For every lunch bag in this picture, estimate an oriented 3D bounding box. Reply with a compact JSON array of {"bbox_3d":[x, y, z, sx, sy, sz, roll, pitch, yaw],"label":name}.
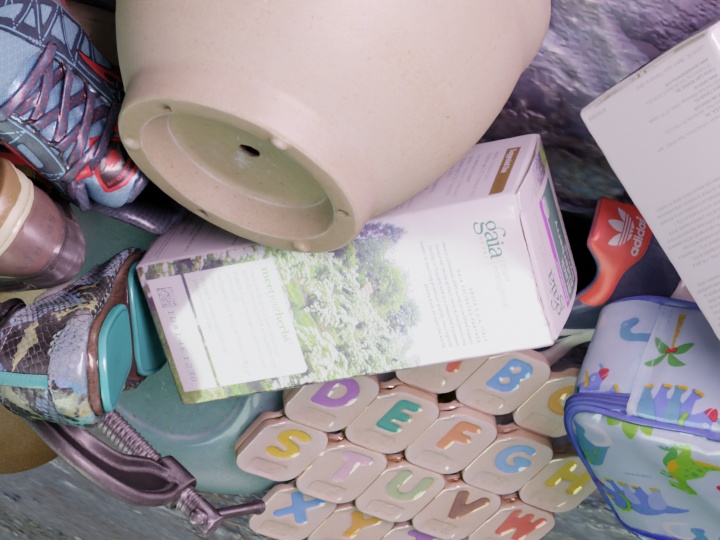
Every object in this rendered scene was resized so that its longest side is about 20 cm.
[{"bbox_3d":[0.210,0.093,1.038,0.198,0.083,0.161,10,152,27],"label":"lunch bag"}]

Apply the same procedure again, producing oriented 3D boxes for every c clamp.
[{"bbox_3d":[-0.148,0.069,1.076,0.200,0.027,0.171,42,-172,10],"label":"c clamp"}]

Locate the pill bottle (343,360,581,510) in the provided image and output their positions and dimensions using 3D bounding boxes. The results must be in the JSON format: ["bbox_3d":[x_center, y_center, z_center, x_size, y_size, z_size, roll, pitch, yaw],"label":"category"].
[{"bbox_3d":[0.043,0.082,1.270,0.198,0.113,0.113,11,153,29],"label":"pill bottle"}]

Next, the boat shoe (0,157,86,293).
[{"bbox_3d":[-0.187,-0.019,1.047,0.065,0.073,0.200,37,175,-21],"label":"boat shoe"}]

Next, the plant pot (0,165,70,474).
[{"bbox_3d":[-0.199,0.002,1.290,0.186,0.187,0.200,32,140,-16],"label":"plant pot"}]

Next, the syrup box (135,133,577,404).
[{"bbox_3d":[0.000,0.000,1.031,0.198,0.082,0.079,-11,112,17],"label":"syrup box"}]

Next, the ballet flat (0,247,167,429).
[{"bbox_3d":[-0.136,0.029,1.024,0.074,0.075,0.200,24,-172,3],"label":"ballet flat"}]

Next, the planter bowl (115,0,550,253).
[{"bbox_3d":[-0.029,-0.094,0.951,0.199,0.136,0.201,20,156,9],"label":"planter bowl"}]

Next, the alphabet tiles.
[{"bbox_3d":[0.035,0.105,1.150,0.199,0.015,0.196,22,129,-29],"label":"alphabet tiles"}]

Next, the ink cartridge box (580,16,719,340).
[{"bbox_3d":[0.187,-0.011,0.906,0.201,0.050,0.109,58,152,-1],"label":"ink cartridge box"}]

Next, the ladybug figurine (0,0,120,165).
[{"bbox_3d":[-0.183,-0.099,1.119,0.198,0.073,0.136,7,167,0],"label":"ladybug figurine"}]

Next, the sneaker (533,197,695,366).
[{"bbox_3d":[0.089,0.005,1.119,0.084,0.076,0.199,32,146,-26],"label":"sneaker"}]

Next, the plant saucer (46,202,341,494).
[{"bbox_3d":[-0.098,0.038,1.148,0.199,0.039,0.203,11,115,24],"label":"plant saucer"}]

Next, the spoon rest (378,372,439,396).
[{"bbox_3d":[-0.036,0.006,1.167,0.200,0.099,0.061,42,173,8],"label":"spoon rest"}]

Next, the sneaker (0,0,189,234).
[{"bbox_3d":[-0.132,-0.077,0.986,0.095,0.080,0.200,39,-179,28],"label":"sneaker"}]
